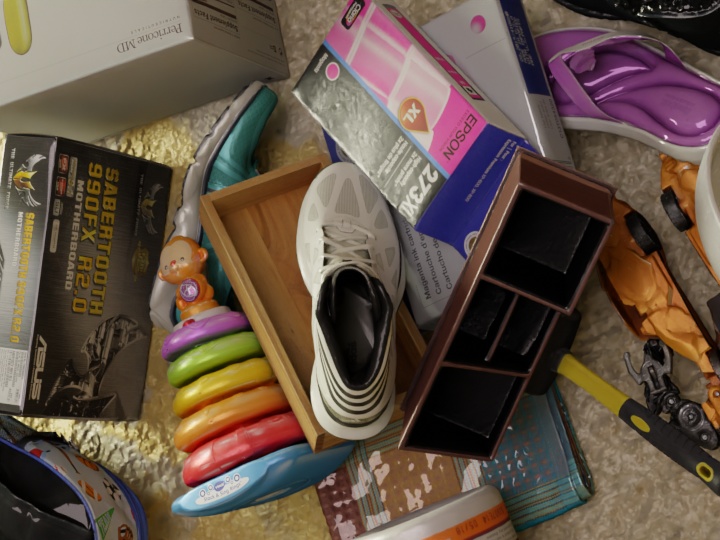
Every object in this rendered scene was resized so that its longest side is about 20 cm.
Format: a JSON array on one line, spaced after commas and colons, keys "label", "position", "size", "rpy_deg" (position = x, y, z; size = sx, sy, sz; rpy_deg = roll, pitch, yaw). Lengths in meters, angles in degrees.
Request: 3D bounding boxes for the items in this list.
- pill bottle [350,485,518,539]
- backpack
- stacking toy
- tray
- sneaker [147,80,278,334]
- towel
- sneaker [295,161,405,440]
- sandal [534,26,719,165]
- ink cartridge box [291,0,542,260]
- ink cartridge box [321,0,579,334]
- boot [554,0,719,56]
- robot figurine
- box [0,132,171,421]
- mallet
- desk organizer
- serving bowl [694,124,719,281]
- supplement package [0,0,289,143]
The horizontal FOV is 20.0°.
[{"label": "pill bottle", "position": [0.075, 0.255, 1.362], "size": [0.114, 0.114, 0.200], "rpy_deg": [-24, 85, 20]}, {"label": "backpack", "position": [-0.253, 0.206, 1.504], "size": [0.190, 0.154, 0.200], "rpy_deg": [26, 102, 32]}, {"label": "stacking toy", "position": [-0.099, 0.067, 1.446], "size": [0.116, 0.110, 0.200], "rpy_deg": [-26, 78, 28]}, {"label": "tray", "position": [-0.029, 0.021, 1.425], "size": [0.098, 0.037, 0.200], "rpy_deg": [-20, 66, -16]}, {"label": "sneaker", "position": [-0.093, -0.041, 1.510], "size": [0.079, 0.078, 0.201], "rpy_deg": [17, 97, 6]}, {"label": "towel", "position": [0.055, 0.128, 1.443], "size": [0.200, 0.022, 0.147], "rpy_deg": [-24, 75, 21]}, {"label": "sneaker", "position": [0.000, 0.000, 1.348], "size": [0.075, 0.115, 0.201], "rpy_deg": [-1, 64, -7]}, {"label": "sandal", "position": [0.175, -0.131, 1.374], "size": [0.202, 0.050, 0.083], "rpy_deg": [21, 69, 39]}, {"label": "ink cartridge box", "position": [0.039, -0.097, 1.389], "size": [0.200, 0.037, 0.095], "rpy_deg": [48, 117, 28]}, {"label": "ink cartridge box", "position": [0.054, -0.067, 1.424], "size": [0.200, 0.043, 0.197], "rpy_deg": [-26, 74, 35]}, {"label": "boot", "position": [0.172, -0.206, 1.342], "size": [0.200, 0.168, 0.077], "rpy_deg": [28, 95, 24]}, {"label": "robot figurine", "position": [0.233, 0.018, 1.352], "size": [0.145, 0.058, 0.200], "rpy_deg": [-34, 72, 18]}, {"label": "box", "position": [-0.210, 0.009, 1.499], "size": [0.048, 0.158, 0.201], "rpy_deg": [6, 87, 27]}, {"label": "mallet", "position": [0.172, 0.077, 1.329], "size": [0.200, 0.041, 0.066], "rpy_deg": [29, 107, 42]}, {"label": "desk organizer", "position": [0.093, 0.031, 1.309], "size": [0.072, 0.077, 0.200], "rpy_deg": [23, 108, -2]}, {"label": "serving bowl", "position": [0.294, -0.014, 1.277], "size": [0.200, 0.200, 0.066], "rpy_deg": [51, 142, 20]}, {"label": "supplement package", "position": [-0.181, -0.177, 1.505], "size": [0.200, 0.156, 0.111], "rpy_deg": [-17, 79, 21]}]
